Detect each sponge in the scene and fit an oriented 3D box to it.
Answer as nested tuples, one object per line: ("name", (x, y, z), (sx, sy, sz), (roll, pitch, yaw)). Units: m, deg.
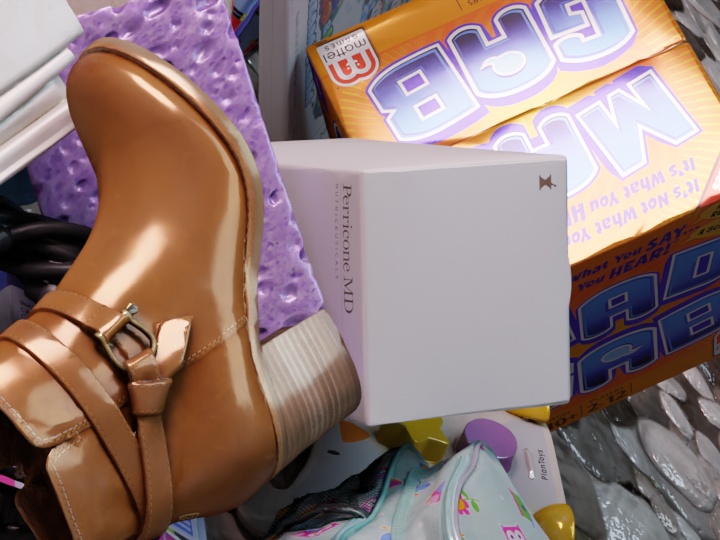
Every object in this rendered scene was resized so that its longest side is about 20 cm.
("sponge", (-0.088, -0.024, 1.109), (0.030, 0.111, 0.201), (100, -28, -78))

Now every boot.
("boot", (-0.104, 0.010, 0.991), (0.154, 0.074, 0.201), (-28, 80, -33))

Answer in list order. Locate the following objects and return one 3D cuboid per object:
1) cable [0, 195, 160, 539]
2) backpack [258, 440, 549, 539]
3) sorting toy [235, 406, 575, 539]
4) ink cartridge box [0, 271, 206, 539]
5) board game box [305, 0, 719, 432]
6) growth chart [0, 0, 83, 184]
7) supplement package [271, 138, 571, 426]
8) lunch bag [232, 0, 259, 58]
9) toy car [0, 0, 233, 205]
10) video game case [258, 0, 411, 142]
("cable", (-0.148, 0.043, 1.034), (0.199, 0.051, 0.164), (19, 48, -14))
("backpack", (0.025, 0.183, 1.115), (0.177, 0.153, 0.200), (59, 28, -5))
("sorting toy", (0.010, 0.110, 1.295), (0.179, 0.107, 0.201), (19, 35, -21))
("ink cartridge box", (-0.129, 0.071, 1.134), (0.119, 0.042, 0.201), (35, 27, -36))
("board game box", (0.106, -0.044, 1.445), (0.200, 0.199, 0.201), (74, -9, -62))
("growth chart", (-0.194, -0.121, 1.030), (0.144, 0.018, 0.201), (-29, 94, -30))
("supplement package", (0.000, 0.000, 1.205), (0.119, 0.200, 0.122), (-5, 97, -31))
("lunch bag", (-0.037, -0.225, 1.531), (0.094, 0.200, 0.151), (51, 22, -2))
("toy car", (-0.154, -0.132, 1.235), (0.200, 0.175, 0.186), (-139, -139, -83))
("video game case", (-0.008, -0.168, 1.459), (0.024, 0.201, 0.182), (23, 53, 17))
